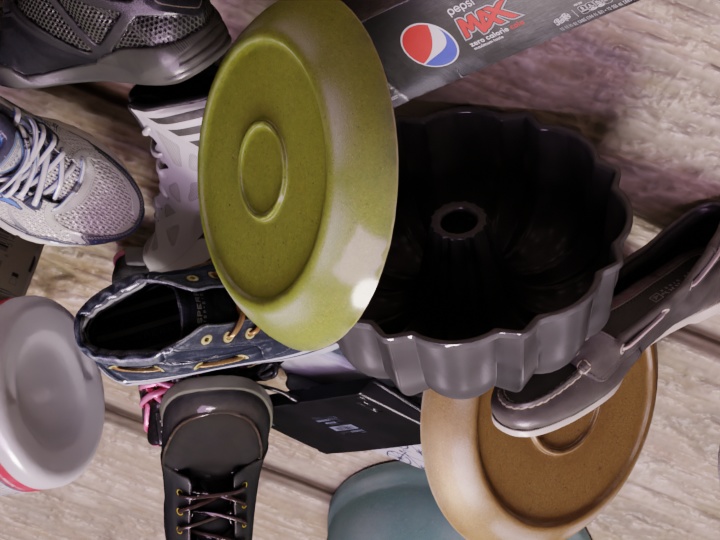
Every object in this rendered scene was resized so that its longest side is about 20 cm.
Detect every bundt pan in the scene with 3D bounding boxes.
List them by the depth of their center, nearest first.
[{"bbox_3d":[0.059,-0.003,1.636,0.201,0.203,0.076,5,135,13],"label":"bundt pan"}]

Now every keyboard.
[{"bbox_3d":[-0.029,0.084,1.835,0.127,0.021,0.200,27,163,-20],"label":"keyboard"}]

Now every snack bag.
[{"bbox_3d":[0.031,0.099,1.856,0.188,0.022,0.200,22,165,13],"label":"snack bag"}]

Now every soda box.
[{"bbox_3d":[0.071,-0.159,1.539,0.199,0.071,0.063,-21,129,40],"label":"soda box"}]

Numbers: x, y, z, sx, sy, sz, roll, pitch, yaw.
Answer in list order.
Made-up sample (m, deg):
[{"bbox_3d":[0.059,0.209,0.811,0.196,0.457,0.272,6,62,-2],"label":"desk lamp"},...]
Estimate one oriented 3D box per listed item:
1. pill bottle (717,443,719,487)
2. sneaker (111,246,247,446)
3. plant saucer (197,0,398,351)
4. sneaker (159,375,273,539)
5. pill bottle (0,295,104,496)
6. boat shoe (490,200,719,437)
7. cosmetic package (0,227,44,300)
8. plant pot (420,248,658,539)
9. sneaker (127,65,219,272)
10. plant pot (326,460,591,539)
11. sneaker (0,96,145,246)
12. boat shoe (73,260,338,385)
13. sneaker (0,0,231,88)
[{"bbox_3d":[0.333,0.114,1.774,0.199,0.113,0.112,-22,130,38],"label":"pill bottle"},{"bbox_3d":[-0.122,0.067,1.889,0.079,0.096,0.201,3,141,21],"label":"sneaker"},{"bbox_3d":[-0.043,-0.055,1.570,0.031,0.201,0.200,-1,153,-31],"label":"plant saucer"},{"bbox_3d":[-0.092,0.151,1.834,0.074,0.107,0.200,-2,149,-5],"label":"sneaker"},{"bbox_3d":[-0.272,0.088,1.775,0.199,0.120,0.120,-10,137,29],"label":"pill bottle"},{"bbox_3d":[0.150,0.024,1.678,0.067,0.200,0.057,29,143,44],"label":"boat shoe"},{"bbox_3d":[-0.265,0.019,1.868,0.073,0.104,0.200,23,142,-10],"label":"cosmetic package"},{"bbox_3d":[0.118,0.079,1.735,0.027,0.201,0.200,14,153,47],"label":"plant pot"},{"bbox_3d":[-0.103,-0.070,1.742,0.115,0.076,0.200,45,144,-7],"label":"sneaker"},{"bbox_3d":[0.061,0.247,2.026,0.199,0.135,0.201,9,143,7],"label":"plant pot"},{"bbox_3d":[-0.214,-0.066,1.681,0.199,0.077,0.085,27,180,-22],"label":"sneaker"},{"bbox_3d":[-0.073,0.024,1.709,0.199,0.071,0.091,-17,171,4],"label":"boat shoe"},{"bbox_3d":[-0.168,-0.165,1.625,0.199,0.076,0.115,2,122,45],"label":"sneaker"}]
